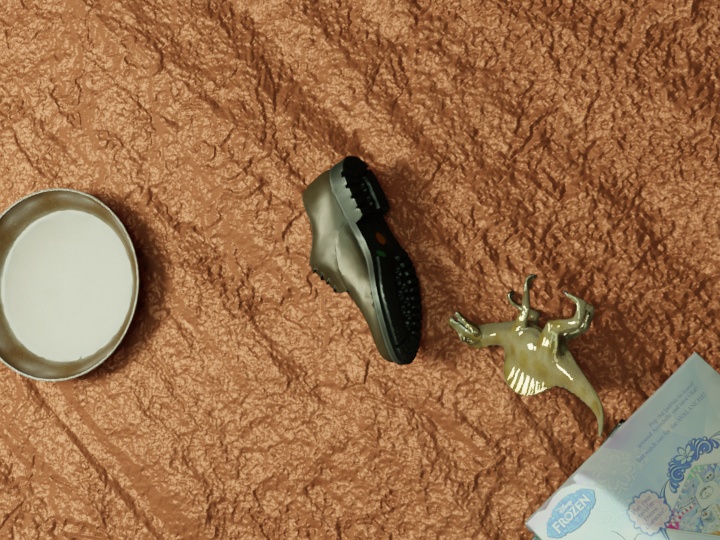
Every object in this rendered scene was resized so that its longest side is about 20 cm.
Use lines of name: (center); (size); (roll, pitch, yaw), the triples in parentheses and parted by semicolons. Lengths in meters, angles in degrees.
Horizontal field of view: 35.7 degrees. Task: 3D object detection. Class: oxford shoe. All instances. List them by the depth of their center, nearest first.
oxford shoe: (0.000, 0.000, 1.059); (0.084, 0.073, 0.200); (-27, 76, 31)

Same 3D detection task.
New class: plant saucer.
plant saucer: (-0.314, 0.015, 1.170); (0.200, 0.032, 0.201); (-1, 85, 17)

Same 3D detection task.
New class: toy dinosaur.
toy dinosaur: (0.169, 0.069, 0.988); (0.200, 0.058, 0.101); (32, 95, 45)

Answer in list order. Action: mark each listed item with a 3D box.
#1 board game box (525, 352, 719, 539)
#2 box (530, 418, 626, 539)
board game box: (0.273, 0.206, 0.897); (0.200, 0.043, 0.199); (-44, 73, -3)
box: (0.232, 0.255, 0.967); (0.161, 0.049, 0.200); (38, 97, 14)
